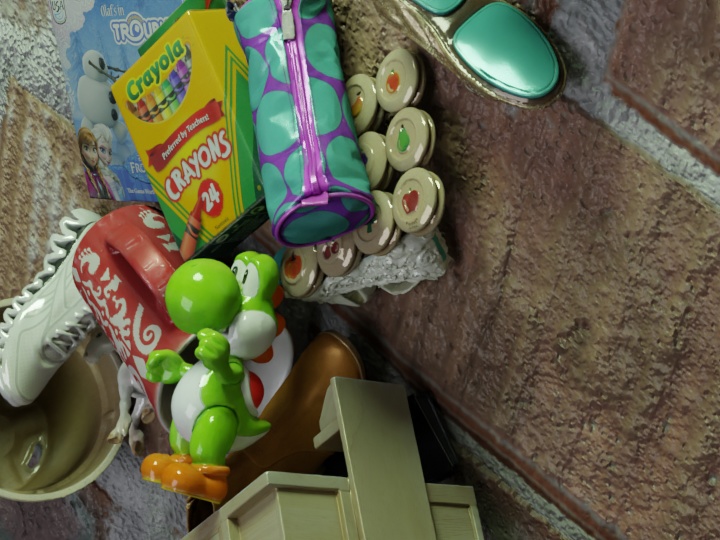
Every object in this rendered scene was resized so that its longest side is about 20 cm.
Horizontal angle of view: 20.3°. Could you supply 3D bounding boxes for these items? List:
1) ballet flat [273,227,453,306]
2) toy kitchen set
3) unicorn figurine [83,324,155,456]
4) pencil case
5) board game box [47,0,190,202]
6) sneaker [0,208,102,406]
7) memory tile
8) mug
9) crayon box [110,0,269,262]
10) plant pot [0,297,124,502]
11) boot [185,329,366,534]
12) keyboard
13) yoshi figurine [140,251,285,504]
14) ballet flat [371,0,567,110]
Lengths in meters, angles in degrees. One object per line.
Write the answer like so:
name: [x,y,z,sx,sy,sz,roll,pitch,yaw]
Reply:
ballet flat: [0.000,0.000,1.619,0.200,0.072,0.072,-14,96,53]
toy kitchen set: [-0.034,0.199,1.629,0.180,0.199,0.164,-41,50,45]
unicorn figurine: [-0.201,0.097,1.876,0.199,0.074,0.138,-12,55,30]
pencil case: [-0.045,-0.122,1.544,0.093,0.085,0.201,85,173,-68]
board game box: [-0.188,-0.160,1.773,0.199,0.043,0.200,4,109,47]
sneaker: [-0.274,0.037,1.871,0.081,0.201,0.075,16,162,29]
memory tile: [-0.010,-0.075,1.575,0.200,0.017,0.154,-28,62,46]
mug: [-0.160,0.021,1.744,0.200,0.133,0.178,46,140,43]
crayon box: [-0.132,-0.124,1.643,0.127,0.051,0.201,-38,71,43]
plant pot: [-0.352,0.147,2.007,0.201,0.200,0.183,64,152,5]
boot: [-0.075,0.150,1.672,0.071,0.144,0.202,40,137,22]
keyboard: [0.001,0.139,1.713,0.200,0.021,0.128,-28,91,50]
yoshi figurine: [-0.129,0.075,1.587,0.112,0.112,0.201,15,86,18]
ballet flat: [0.078,-0.171,1.461,0.200,0.070,0.065,46,164,28]
